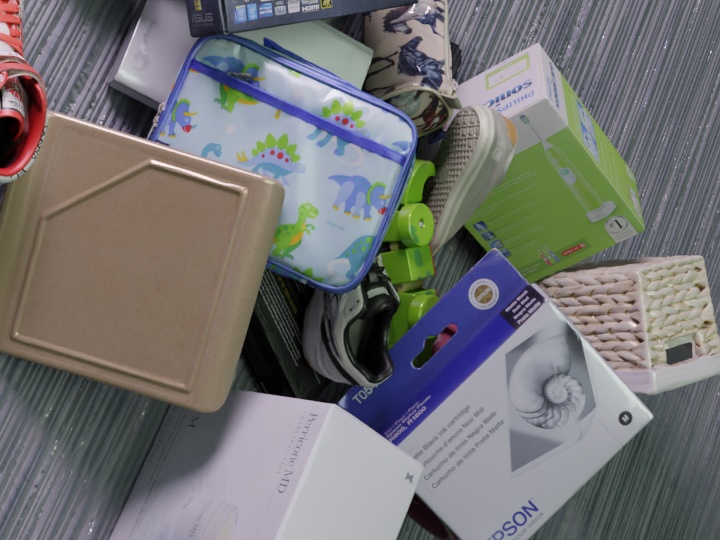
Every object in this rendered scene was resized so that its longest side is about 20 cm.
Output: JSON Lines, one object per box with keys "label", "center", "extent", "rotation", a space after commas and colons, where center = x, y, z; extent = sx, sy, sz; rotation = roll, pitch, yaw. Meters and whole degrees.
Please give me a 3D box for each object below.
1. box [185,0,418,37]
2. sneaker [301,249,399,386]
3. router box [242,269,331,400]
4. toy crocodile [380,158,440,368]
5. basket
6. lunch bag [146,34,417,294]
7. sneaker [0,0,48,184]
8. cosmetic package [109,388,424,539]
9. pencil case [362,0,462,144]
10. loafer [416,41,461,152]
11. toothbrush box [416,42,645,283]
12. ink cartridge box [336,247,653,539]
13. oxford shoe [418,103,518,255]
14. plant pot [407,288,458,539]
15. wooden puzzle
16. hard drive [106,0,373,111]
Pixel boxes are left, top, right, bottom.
{"label": "box", "center": [-0.049, -0.268, 1.124], "extent": [0.199, 0.051, 0.159], "rotation": [-16, 104, -40]}
{"label": "sneaker", "center": [0.000, 0.000, 1.232], "extent": [0.075, 0.087, 0.202], "rotation": [-16, 112, -34]}
{"label": "router box", "center": [-0.059, -0.003, 1.293], "extent": [0.149, 0.051, 0.201], "rotation": [-44, 121, -36]}
{"label": "toy crocodile", "center": [0.041, 0.001, 1.314], "extent": [0.061, 0.067, 0.202], "rotation": [-9, 95, -49]}
{"label": "basket", "center": [0.247, 0.055, 1.501], "extent": [0.135, 0.199, 0.125], "rotation": [-10, 93, -44]}
{"label": "lunch bag", "center": [-0.063, -0.086, 1.152], "extent": [0.199, 0.082, 0.162], "rotation": [26, 92, -3]}
{"label": "sneaker", "center": [-0.256, -0.155, 1.053], "extent": [0.067, 0.107, 0.203], "rotation": [17, 80, -43]}
{"label": "cosmetic package", "center": [-0.086, 0.210, 1.178], "extent": [0.123, 0.199, 0.201], "rotation": [38, 66, -38]}
{"label": "pencil case", "center": [0.047, -0.211, 1.320], "extent": [0.078, 0.088, 0.202], "rotation": [73, 17, -57]}
{"label": "loafer", "center": [0.031, -0.139, 1.371], "extent": [0.201, 0.068, 0.071], "rotation": [-51, 143, -32]}
{"label": "toothbrush box", "center": [0.161, -0.095, 1.427], "extent": [0.200, 0.145, 0.087], "rotation": [44, 30, -36]}
{"label": "ink cartridge box", "center": [0.115, 0.119, 1.268], "extent": [0.200, 0.041, 0.200], "rotation": [-45, 99, 1]}
{"label": "oxford shoe", "center": [0.085, -0.068, 1.350], "extent": [0.057, 0.201, 0.076], "rotation": [2, 47, -31]}
{"label": "plant pot", "center": [0.099, 0.144, 1.375], "extent": [0.179, 0.199, 0.201], "rotation": [-45, 123, -15]}
{"label": "wooden puzzle", "center": [-0.173, -0.006, 1.108], "extent": [0.198, 0.037, 0.187], "rotation": [16, 101, -7]}
{"label": "hard drive", "center": [-0.095, -0.168, 1.225], "extent": [0.199, 0.026, 0.133], "rotation": [26, 74, -24]}
